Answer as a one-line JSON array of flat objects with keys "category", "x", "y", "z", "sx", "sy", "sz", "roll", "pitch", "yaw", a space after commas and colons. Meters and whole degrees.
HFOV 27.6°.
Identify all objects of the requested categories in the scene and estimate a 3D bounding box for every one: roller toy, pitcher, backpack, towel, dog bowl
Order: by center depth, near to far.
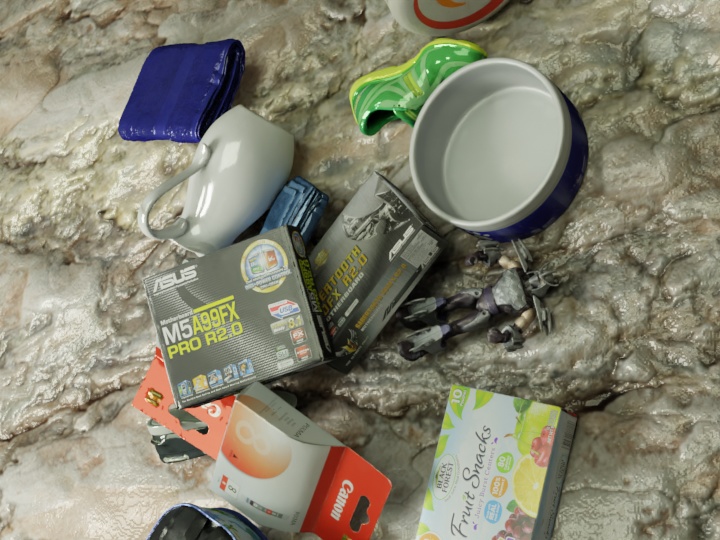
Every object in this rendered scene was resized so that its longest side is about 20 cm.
[{"category": "dog bowl", "x": 0.160, "y": -0.138, "z": 1.692, "sx": 0.198, "sy": 0.079, "sz": 0.203, "roll": -10, "pitch": 70, "yaw": 30}, {"category": "backpack", "x": -0.184, "y": 0.380, "z": 1.711, "sx": 0.182, "sy": 0.146, "sz": 0.202, "roll": 30, "pitch": 96, "yaw": 35}, {"category": "roller toy", "x": 0.096, "y": -0.387, "z": 1.740, "sx": 0.182, "sy": 0.199, "sz": 0.141, "roll": -38, "pitch": 58, "yaw": 23}, {"category": "towel", "x": -0.110, "y": -0.021, "z": 1.820, "sx": 0.202, "sy": 0.048, "sz": 0.112, "roll": -63, "pitch": 17, "yaw": 2}, {"category": "pitcher", "x": -0.181, "y": -0.110, "z": 1.841, "sx": 0.121, "sy": 0.171, "sz": 0.202, "roll": 33, "pitch": 95, "yaw": 38}, {"category": "towel", "x": -0.237, "y": -0.236, "z": 1.968, "sx": 0.199, "sy": 0.049, "sz": 0.149, "roll": 7, "pitch": 70, "yaw": 48}]

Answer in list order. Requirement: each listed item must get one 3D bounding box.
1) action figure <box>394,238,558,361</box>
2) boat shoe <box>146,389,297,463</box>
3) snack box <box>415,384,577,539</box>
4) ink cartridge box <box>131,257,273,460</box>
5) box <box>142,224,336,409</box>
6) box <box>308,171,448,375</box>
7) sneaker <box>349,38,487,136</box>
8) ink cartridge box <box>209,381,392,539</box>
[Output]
[{"category": "action figure", "x": 0.136, "y": 0.041, "z": 1.662, "sx": 0.198, "sy": 0.069, "sz": 0.132, "roll": -24, "pitch": 59, "yaw": 21}, {"category": "boat shoe", "x": -0.165, "y": 0.195, "z": 1.809, "sx": 0.197, "sy": 0.076, "sz": 0.061, "roll": -9, "pitch": 109, "yaw": 20}, {"category": "snack box", "x": 0.146, "y": 0.239, "z": 1.605, "sx": 0.141, "sy": 0.053, "sz": 0.203, "roll": 8, "pitch": 80, "yaw": 35}, {"category": "ink cartridge box", "x": -0.182, "y": 0.110, "z": 1.749, "sx": 0.159, "sy": 0.047, "sz": 0.202, "roll": 29, "pitch": 96, "yaw": 19}, {"category": "box", "x": -0.141, "y": 0.056, "z": 1.689, "sx": 0.198, "sy": 0.044, "sz": 0.162, "roll": -19, "pitch": 82, "yaw": 19}, {"category": "box", "x": 0.000, "y": 0.000, "z": 1.737, "sx": 0.201, "sy": 0.048, "sz": 0.159, "roll": -52, "pitch": 34, "yaw": 9}, {"category": "sneaker", "x": 0.075, "y": -0.217, "z": 1.776, "sx": 0.198, "sy": 0.074, "sz": 0.085, "roll": -23, "pitch": 62, "yaw": 35}, {"category": "ink cartridge box", "x": -0.073, "y": 0.244, "z": 1.662, "sx": 0.199, "sy": 0.050, "sz": 0.163, "roll": 36, "pitch": 133, "yaw": 18}]
